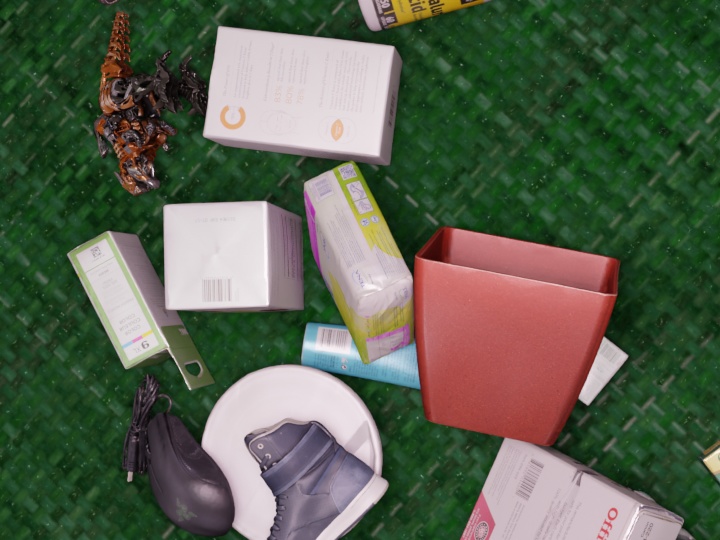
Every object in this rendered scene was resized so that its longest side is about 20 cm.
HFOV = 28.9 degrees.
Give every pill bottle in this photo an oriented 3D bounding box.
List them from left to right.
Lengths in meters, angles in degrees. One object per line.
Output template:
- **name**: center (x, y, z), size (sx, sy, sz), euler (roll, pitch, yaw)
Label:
- **pill bottle**: center (0.092, -0.341, 1.538), size (0.200, 0.111, 0.112), euler (-14, 86, 8)

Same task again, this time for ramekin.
- **ramekin**: center (-0.070, 0.204, 1.551), size (0.202, 0.094, 0.203), euler (0, 88, 8)

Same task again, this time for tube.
- **tube**: center (0.035, 0.096, 1.567), size (0.200, 0.050, 0.078), euler (8, 93, 3)

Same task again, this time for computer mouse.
- **computer mouse**: center (-0.210, 0.220, 1.525), size (0.200, 0.053, 0.139), euler (40, 128, 39)

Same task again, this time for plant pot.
- **plant pot**: center (0.153, 0.071, 1.459), size (0.200, 0.200, 0.177), euler (12, 102, 9)

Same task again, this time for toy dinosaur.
- **toy dinosaur**: center (-0.256, -0.192, 1.597), size (0.135, 0.102, 0.200), euler (-13, 108, 24)

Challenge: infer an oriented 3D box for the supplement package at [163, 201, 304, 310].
- **supplement package**: center (-0.132, -0.011, 1.514), size (0.113, 0.200, 0.110), euler (-2, 87, 9)

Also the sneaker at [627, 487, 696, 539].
- **sneaker**: center (0.321, 0.301, 1.468), size (0.200, 0.140, 0.078), euler (35, 93, 7)

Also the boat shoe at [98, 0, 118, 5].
- **boat shoe**: center (-0.225, -0.371, 1.606), size (0.200, 0.072, 0.065), euler (-41, 78, -1)

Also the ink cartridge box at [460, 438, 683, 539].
- **ink cartridge box**: center (0.217, 0.277, 1.461), size (0.200, 0.085, 0.146), euler (26, 93, 51)

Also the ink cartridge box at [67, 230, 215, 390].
- **ink cartridge box**: center (-0.247, 0.056, 1.577), size (0.059, 0.104, 0.200), euler (-29, 85, 7)

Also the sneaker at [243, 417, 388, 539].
- **sneaker**: center (-0.091, 0.247, 1.459), size (0.146, 0.077, 0.202), euler (44, 85, -5)

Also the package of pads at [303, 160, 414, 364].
- **package of pads**: center (0.000, 0.000, 1.476), size (0.068, 0.200, 0.155), euler (-23, 67, -7)

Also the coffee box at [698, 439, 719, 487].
- **coffee box**: center (0.471, 0.246, 1.497), size (0.123, 0.044, 0.200), euler (-36, 84, 6)

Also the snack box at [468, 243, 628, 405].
- **snack box**: center (0.197, 0.059, 1.553), size (0.200, 0.024, 0.072), euler (39, 95, 7)

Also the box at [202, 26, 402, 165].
- **box**: center (-0.062, -0.193, 1.562), size (0.200, 0.097, 0.125), euler (8, 90, 8)
